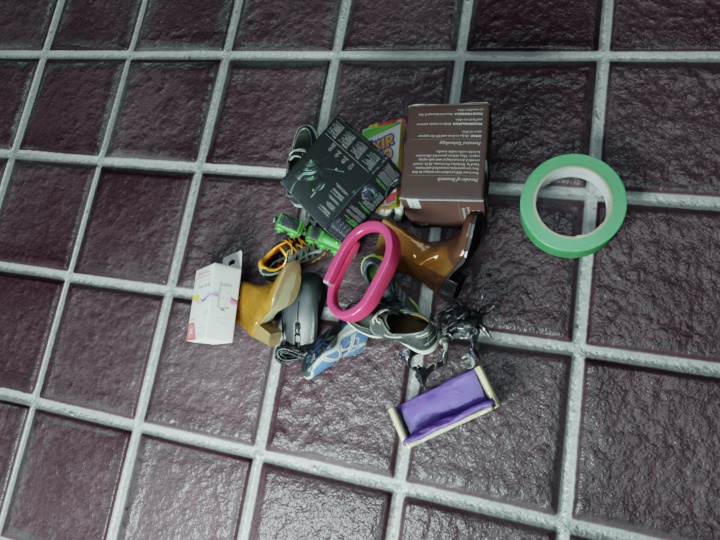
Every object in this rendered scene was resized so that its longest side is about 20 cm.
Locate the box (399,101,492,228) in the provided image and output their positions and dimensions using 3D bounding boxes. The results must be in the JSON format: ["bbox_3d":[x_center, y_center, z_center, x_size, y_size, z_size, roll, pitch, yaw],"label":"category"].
[{"bbox_3d":[0.178,-0.207,1.130,0.162,0.166,0.203,3,77,15],"label":"box"}]

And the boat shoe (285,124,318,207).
[{"bbox_3d":[-0.131,-0.247,1.274,0.071,0.071,0.203,-3,75,14],"label":"boat shoe"}]

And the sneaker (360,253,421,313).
[{"bbox_3d":[0.059,0.057,1.128,0.074,0.081,0.201,-37,86,10],"label":"sneaker"}]

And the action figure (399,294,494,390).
[{"bbox_3d":[0.173,0.133,1.079,0.199,0.102,0.119,-35,56,-8],"label":"action figure"}]

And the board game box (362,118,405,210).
[{"bbox_3d":[0.044,-0.226,1.178,0.094,0.030,0.203,-4,72,30],"label":"board game box"}]

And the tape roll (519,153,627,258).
[{"bbox_3d":[0.418,-0.128,1.108,0.197,0.048,0.204,-4,75,14],"label":"tape roll"}]

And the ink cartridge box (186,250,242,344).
[{"bbox_3d":[-0.319,0.055,1.223,0.116,0.067,0.203,-14,67,52],"label":"ink cartridge box"}]

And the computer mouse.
[{"bbox_3d":[-0.121,0.098,1.194,0.136,0.053,0.203,-1,76,16],"label":"computer mouse"}]

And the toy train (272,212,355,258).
[{"bbox_3d":[-0.090,-0.072,1.179,0.198,0.056,0.042,22,80,-16],"label":"toy train"}]

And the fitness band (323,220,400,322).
[{"bbox_3d":[0.000,0.000,1.074,0.143,0.037,0.202,25,87,48],"label":"fitness band"}]

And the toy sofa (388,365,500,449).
[{"bbox_3d":[0.157,0.259,1.055,0.198,0.098,0.084,-27,71,8],"label":"toy sofa"}]

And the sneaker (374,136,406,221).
[{"bbox_3d":[0.067,-0.208,1.207,0.078,0.074,0.203,3,77,11],"label":"sneaker"}]

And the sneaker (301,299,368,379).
[{"bbox_3d":[-0.035,0.151,1.130,0.200,0.076,0.077,-43,110,-10],"label":"sneaker"}]

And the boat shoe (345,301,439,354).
[{"bbox_3d":[0.053,0.092,1.048,0.198,0.068,0.072,16,65,31],"label":"boat shoe"}]

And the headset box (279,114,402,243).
[{"bbox_3d":[-0.043,-0.178,1.134,0.200,0.093,0.174,-48,58,4],"label":"headset box"}]

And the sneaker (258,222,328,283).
[{"bbox_3d":[-0.140,-0.047,1.224,0.200,0.077,0.078,-42,68,0],"label":"sneaker"}]

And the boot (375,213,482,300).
[{"bbox_3d":[0.134,-0.061,1.132,0.198,0.068,0.190,28,125,21],"label":"boot"}]

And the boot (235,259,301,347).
[{"bbox_3d":[-0.208,0.048,1.189,0.143,0.070,0.204,29,108,35],"label":"boot"}]
